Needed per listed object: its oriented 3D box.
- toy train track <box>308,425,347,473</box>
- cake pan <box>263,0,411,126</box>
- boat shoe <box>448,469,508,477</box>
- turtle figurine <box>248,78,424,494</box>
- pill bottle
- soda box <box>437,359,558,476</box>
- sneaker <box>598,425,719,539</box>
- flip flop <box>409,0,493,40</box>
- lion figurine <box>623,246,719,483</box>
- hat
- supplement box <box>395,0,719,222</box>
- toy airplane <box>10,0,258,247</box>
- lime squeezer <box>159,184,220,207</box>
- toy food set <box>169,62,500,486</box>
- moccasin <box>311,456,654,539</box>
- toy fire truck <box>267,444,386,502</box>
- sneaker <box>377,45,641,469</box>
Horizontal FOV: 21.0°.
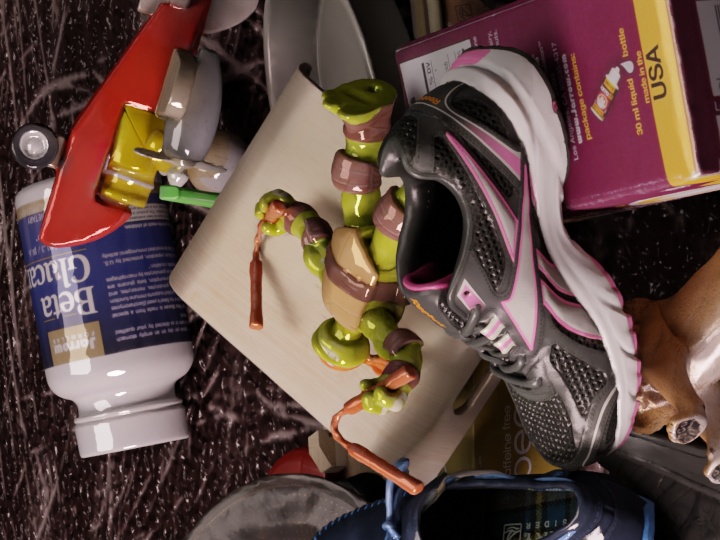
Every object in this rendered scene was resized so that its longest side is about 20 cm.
[{"bbox_3d":[-0.032,0.017,1.138,0.115,0.032,0.202,136,131,-68],"label":"toy train track"},{"bbox_3d":[-0.008,-0.097,1.168,0.200,0.036,0.202,167,90,-71],"label":"cake pan"},{"bbox_3d":[0.078,0.151,1.001,0.199,0.065,0.074,5,104,51],"label":"boat shoe"},{"bbox_3d":[0.007,0.000,0.963,0.200,0.064,0.162,58,143,44],"label":"turtle figurine"},{"bbox_3d":[-0.183,0.031,1.427,0.111,0.110,0.202,-17,83,56],"label":"pill bottle"},{"bbox_3d":[0.070,0.112,1.109,0.064,0.067,0.202,12,106,53],"label":"soda box"},{"bbox_3d":[0.168,0.131,0.977,0.199,0.060,0.105,16,107,51],"label":"sneaker"},{"bbox_3d":[0.059,-0.132,1.081,0.081,0.057,0.202,51,-154,-80],"label":"flip flop"},{"bbox_3d":[0.174,0.016,0.927,0.200,0.072,0.123,-41,35,17],"label":"lion figurine"},{"bbox_3d":[-0.022,0.204,1.088,0.199,0.081,0.202,4,98,28],"label":"hat"},{"bbox_3d":[0.129,-0.083,0.926,0.200,0.130,0.104,-12,88,57],"label":"supplement box"},{"bbox_3d":[-0.125,-0.112,1.301,0.141,0.200,0.199,38,132,-9],"label":"toy airplane"},{"bbox_3d":[-0.075,-0.035,1.275,0.200,0.070,0.038,29,-133,-83],"label":"lime squeezer"},{"bbox_3d":[0.000,0.000,1.064,0.200,0.060,0.144,39,105,22],"label":"toy food set"},{"bbox_3d":[0.046,0.123,0.949,0.199,0.068,0.081,-20,57,34],"label":"moccasin"},{"bbox_3d":[-0.017,0.184,1.229,0.199,0.128,0.178,8,104,45],"label":"toy fire truck"},{"bbox_3d":[0.056,0.006,0.879,0.080,0.086,0.201,3,120,54],"label":"sneaker"}]
